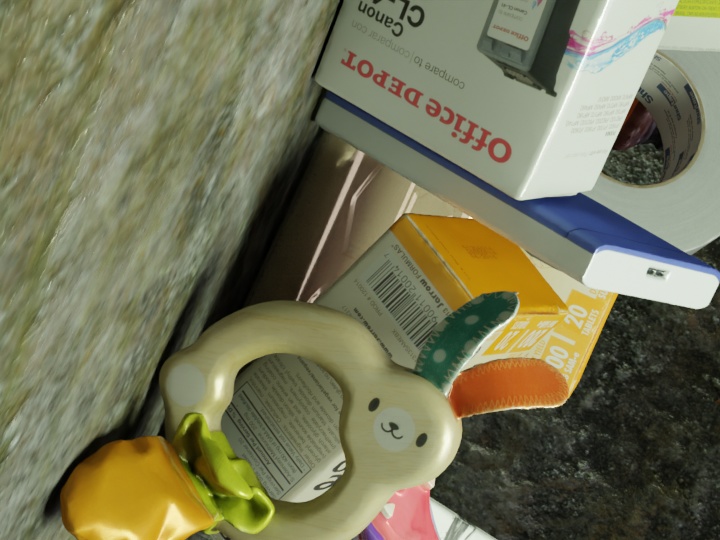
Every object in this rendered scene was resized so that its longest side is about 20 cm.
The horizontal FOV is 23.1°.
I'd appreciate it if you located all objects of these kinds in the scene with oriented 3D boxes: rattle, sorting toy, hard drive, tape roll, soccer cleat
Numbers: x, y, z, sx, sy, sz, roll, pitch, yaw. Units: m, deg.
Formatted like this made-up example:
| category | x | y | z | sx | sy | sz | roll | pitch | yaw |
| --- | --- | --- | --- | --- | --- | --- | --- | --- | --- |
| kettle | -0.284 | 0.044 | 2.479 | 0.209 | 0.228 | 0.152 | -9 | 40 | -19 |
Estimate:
| category | x | y | z | sx | sy | sz | roll | pitch | yaw |
| --- | --- | --- | --- | --- | --- | --- | --- | --- | --- |
| rattle | -0.018 | 0.067 | 0.813 | 0.143 | 0.199 | 0.131 | 32 | 54 | -62 |
| sorting toy | 0.000 | 0.000 | 1.096 | 0.200 | 0.036 | 0.186 | 22 | 94 | -59 |
| hard drive | 0.085 | -0.040 | 0.962 | 0.132 | 0.200 | 0.025 | 10 | 109 | -51 |
| tape roll | 0.175 | -0.096 | 1.207 | 0.201 | 0.200 | 0.066 | -63 | -175 | -22 |
| soccer cleat | 0.019 | 0.159 | 1.078 | 0.067 | 0.201 | 0.076 | -13 | 165 | -37 |

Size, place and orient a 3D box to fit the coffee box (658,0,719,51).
| category | x | y | z | sx | sy | sz | roll | pitch | yaw |
| --- | --- | --- | --- | --- | --- | --- | --- | --- | --- |
| coffee box | 0.232 | -0.271 | 1.129 | 0.200 | 0.199 | 0.198 | -83 | 176 | -55 |

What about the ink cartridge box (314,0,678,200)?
| category | x | y | z | sx | sy | sz | roll | pitch | yaw |
| --- | --- | --- | --- | --- | --- | --- | --- | --- | --- |
| ink cartridge box | 0.083 | -0.156 | 0.895 | 0.086 | 0.147 | 0.201 | -8 | 125 | -56 |

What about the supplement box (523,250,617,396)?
| category | x | y | z | sx | sy | sz | roll | pitch | yaw |
| --- | --- | --- | --- | --- | --- | --- | --- | --- | --- |
| supplement box | 0.095 | -0.007 | 1.322 | 0.126 | 0.199 | 0.074 | -68 | 170 | 17 |

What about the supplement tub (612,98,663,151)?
| category | x | y | z | sx | sy | sz | roll | pitch | yaw |
| --- | --- | --- | --- | --- | --- | --- | --- | --- | --- |
| supplement tub | 0.169 | -0.159 | 1.319 | 0.107 | 0.199 | 0.107 | -64 | -177 | 6 |

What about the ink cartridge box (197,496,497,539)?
| category | x | y | z | sx | sy | sz | roll | pitch | yaw |
| --- | --- | --- | --- | --- | --- | --- | --- | --- | --- |
| ink cartridge box | 0.009 | 0.193 | 1.196 | 0.145 | 0.200 | 0.084 | -9 | -129 | 62 |

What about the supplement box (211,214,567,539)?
| category | x | y | z | sx | sy | sz | roll | pitch | yaw |
| --- | --- | --- | --- | --- | --- | --- | --- | --- | --- |
| supplement box | 0.003 | 0.063 | 0.961 | 0.200 | 0.074 | 0.126 | -45 | 162 | 20 |
